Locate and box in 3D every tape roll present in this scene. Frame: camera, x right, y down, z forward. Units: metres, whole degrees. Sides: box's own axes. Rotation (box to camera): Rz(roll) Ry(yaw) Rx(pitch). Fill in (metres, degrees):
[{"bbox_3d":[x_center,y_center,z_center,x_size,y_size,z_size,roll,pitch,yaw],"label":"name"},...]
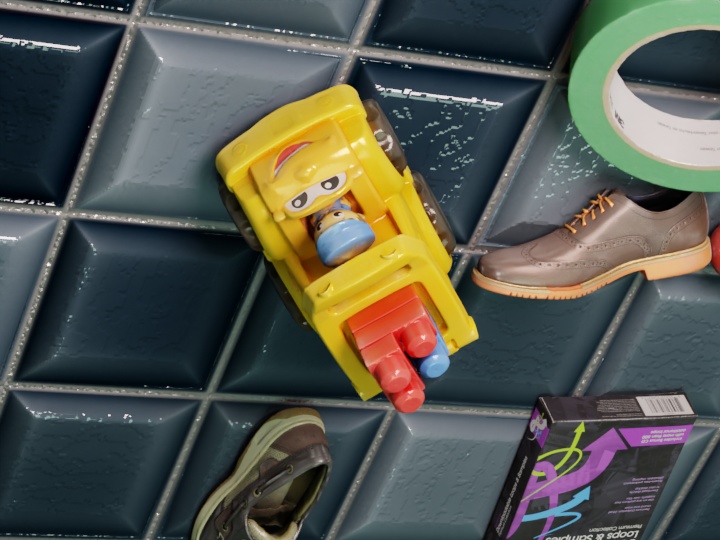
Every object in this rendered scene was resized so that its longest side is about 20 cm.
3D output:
[{"bbox_3d":[0.249,-0.139,1.647,0.199,0.048,0.201,6,140,5],"label":"tape roll"}]

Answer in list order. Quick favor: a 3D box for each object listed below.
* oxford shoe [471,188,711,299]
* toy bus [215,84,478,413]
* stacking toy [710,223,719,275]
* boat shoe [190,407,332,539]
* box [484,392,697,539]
[{"bbox_3d":[0.177,-0.027,1.775,0.199,0.071,0.073,-12,115,-19],"label":"oxford shoe"},{"bbox_3d":[0.000,0.000,1.624,0.135,0.192,0.200,-28,134,5],"label":"toy bus"},{"bbox_3d":[0.354,0.019,1.881,0.200,0.086,0.085,32,113,-35],"label":"stacking toy"},{"bbox_3d":[-0.082,0.199,1.860,0.073,0.065,0.201,5,129,-29],"label":"boat shoe"},{"bbox_3d":[0.196,0.191,1.995,0.142,0.036,0.201,-1,132,-23],"label":"box"}]
